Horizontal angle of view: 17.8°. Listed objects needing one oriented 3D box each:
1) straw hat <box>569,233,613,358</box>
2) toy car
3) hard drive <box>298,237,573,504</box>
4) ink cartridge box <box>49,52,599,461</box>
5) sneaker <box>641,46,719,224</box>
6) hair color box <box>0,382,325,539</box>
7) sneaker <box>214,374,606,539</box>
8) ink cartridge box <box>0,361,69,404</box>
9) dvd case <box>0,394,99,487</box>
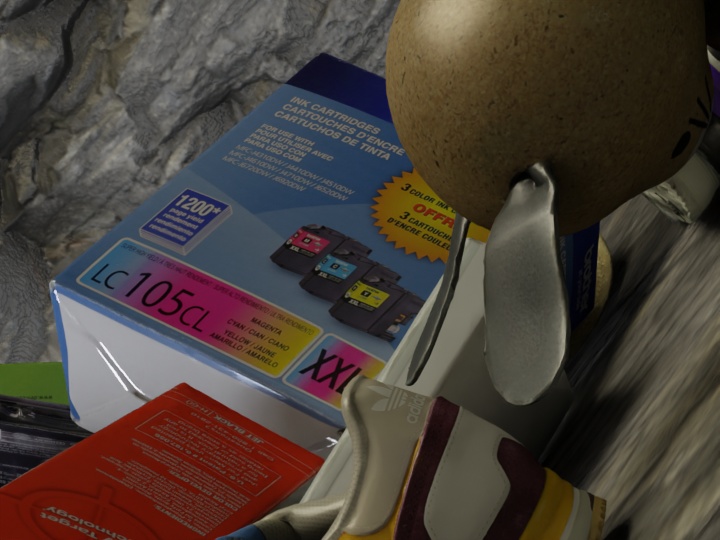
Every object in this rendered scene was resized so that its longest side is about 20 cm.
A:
[{"bbox_3d":[0.021,0.045,0.966,0.201,0.201,0.085,-59,-38,-47],"label":"straw hat"},{"bbox_3d":[0.071,-0.055,0.620,0.200,0.158,0.164,-67,13,-8],"label":"toy car"},{"bbox_3d":[0.003,0.100,0.761,0.200,0.026,0.132,-58,-22,-14],"label":"hard drive"},{"bbox_3d":[0.000,0.000,0.864,0.200,0.136,0.076,-43,-33,-39],"label":"ink cartridge box"},{"bbox_3d":[0.124,-0.074,0.823,0.100,0.070,0.200,-50,6,4],"label":"sneaker"},{"bbox_3d":[-0.083,0.108,0.679,0.102,0.061,0.200,-64,-10,15],"label":"hair color box"},{"bbox_3d":[-0.016,0.119,0.653,0.200,0.090,0.075,-56,2,19],"label":"sneaker"},{"bbox_3d":[-0.083,0.114,1.083,0.200,0.148,0.076,57,-144,-57],"label":"ink cartridge box"},{"bbox_3d":[-0.124,0.095,0.947,0.200,0.149,0.016,107,171,-64],"label":"dvd case"}]
